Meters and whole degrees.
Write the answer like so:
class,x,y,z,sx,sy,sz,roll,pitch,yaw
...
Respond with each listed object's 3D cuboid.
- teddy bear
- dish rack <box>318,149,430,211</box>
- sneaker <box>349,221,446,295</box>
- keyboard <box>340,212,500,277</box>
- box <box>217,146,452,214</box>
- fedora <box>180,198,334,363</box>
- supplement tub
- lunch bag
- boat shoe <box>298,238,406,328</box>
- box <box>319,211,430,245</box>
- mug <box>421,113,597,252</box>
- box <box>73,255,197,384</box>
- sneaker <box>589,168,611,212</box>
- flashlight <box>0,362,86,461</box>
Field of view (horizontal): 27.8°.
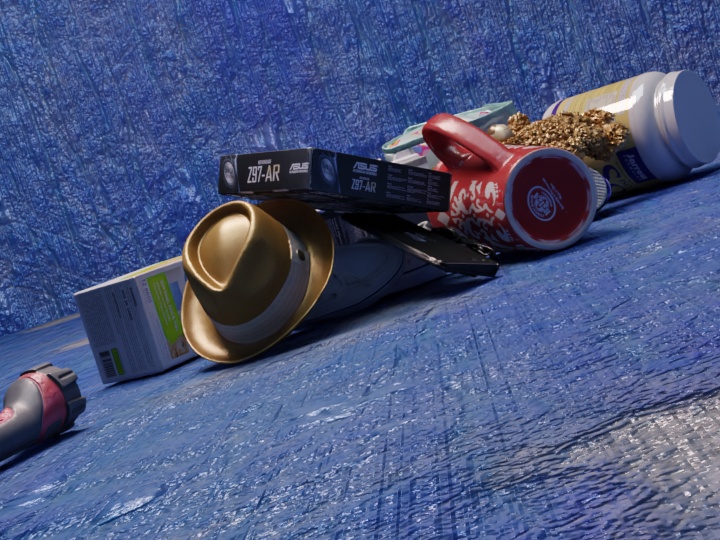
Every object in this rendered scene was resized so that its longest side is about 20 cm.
class,x,y,z,sx,sy,sz,roll,pitch,yaw
teddy bear,0.230,-0.161,1.778,0.200,0.067,0.145,-6,35,4
dish rack,-0.004,-0.115,1.905,0.171,0.044,0.200,-19,4,-17
sneaker,0.000,0.000,1.619,0.200,0.071,0.073,-20,5,-22
keyboard,0.076,-0.027,1.532,0.127,0.021,0.200,1,17,-33
box,-0.027,-0.092,1.562,0.200,0.044,0.160,7,-4,-40
fedora,-0.122,-0.006,1.466,0.200,0.082,0.201,-20,48,24
supplement tub,0.350,-0.175,1.891,0.200,0.146,0.145,-14,6,40
lunch bag,0.157,-0.137,2.039,0.200,0.171,0.122,-15,13,28
boat shoe,-0.048,0.005,1.531,0.202,0.075,0.086,-20,-30,-5
box,0.069,-0.060,1.873,0.200,0.104,0.182,-20,3,-20
mug,0.148,-0.084,1.587,0.177,0.134,0.200,19,-2,-18
box,-0.213,0.044,1.676,0.101,0.113,0.200,-14,5,36
sneaker,0.213,-0.075,1.773,0.200,0.070,0.099,-12,0,22
flashlight,-0.321,0.136,1.261,0.068,0.068,0.200,-14,5,28
